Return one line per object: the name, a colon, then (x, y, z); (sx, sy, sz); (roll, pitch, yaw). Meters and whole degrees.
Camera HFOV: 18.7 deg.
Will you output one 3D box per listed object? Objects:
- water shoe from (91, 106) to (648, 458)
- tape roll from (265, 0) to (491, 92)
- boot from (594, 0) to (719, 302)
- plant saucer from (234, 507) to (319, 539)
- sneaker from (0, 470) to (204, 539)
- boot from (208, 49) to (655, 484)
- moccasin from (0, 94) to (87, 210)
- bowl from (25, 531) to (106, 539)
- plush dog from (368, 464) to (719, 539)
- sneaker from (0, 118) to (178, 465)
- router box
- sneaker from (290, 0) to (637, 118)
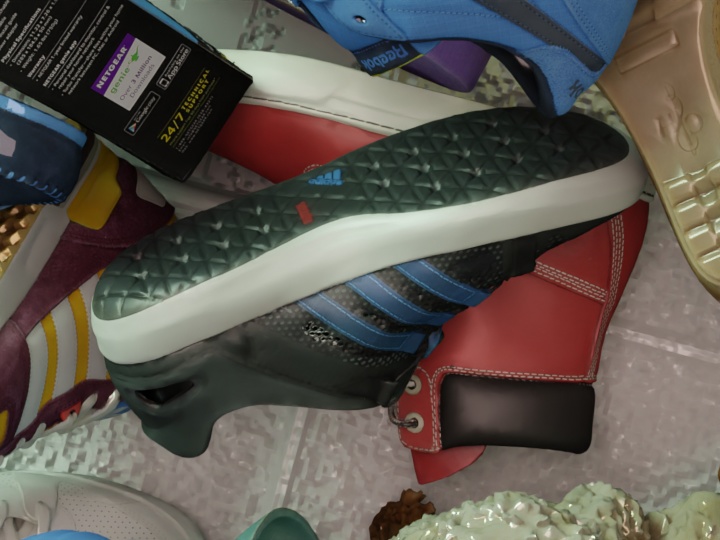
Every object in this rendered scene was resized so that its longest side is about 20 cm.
water shoe: (0.007, 0.003, 0.771); (0.200, 0.072, 0.079); (-17, 121, 3)
tape roll: (-0.034, -0.137, 0.769); (0.200, 0.200, 0.066); (28, 92, 10)
boot: (0.122, -0.081, 0.761); (0.072, 0.166, 0.200); (-17, 85, 22)
plant saucer: (-0.033, 0.183, 0.754); (0.036, 0.200, 0.200); (-7, 86, 12)
sneaker: (-0.164, 0.106, 0.823); (0.200, 0.116, 0.074); (6, 86, 8)
boot: (0.000, 0.000, 0.825); (0.200, 0.072, 0.145); (15, 91, 6)
moccasin: (-0.178, -0.030, 0.778); (0.200, 0.080, 0.068); (3, 70, 40)
bowl: (-0.082, 0.187, 0.738); (0.039, 0.201, 0.201); (-7, 86, 12)
plush dog: (0.093, 0.135, 0.783); (0.171, 0.161, 0.200); (-1, 119, -4)
sneaker: (-0.121, 0.041, 0.795); (0.090, 0.075, 0.200); (44, 56, -26)
router box: (-0.151, -0.116, 0.778); (0.200, 0.149, 0.051); (35, 94, 36)
sneaker: (-0.009, -0.104, 0.643); (0.200, 0.066, 0.079); (21, 98, -19)
